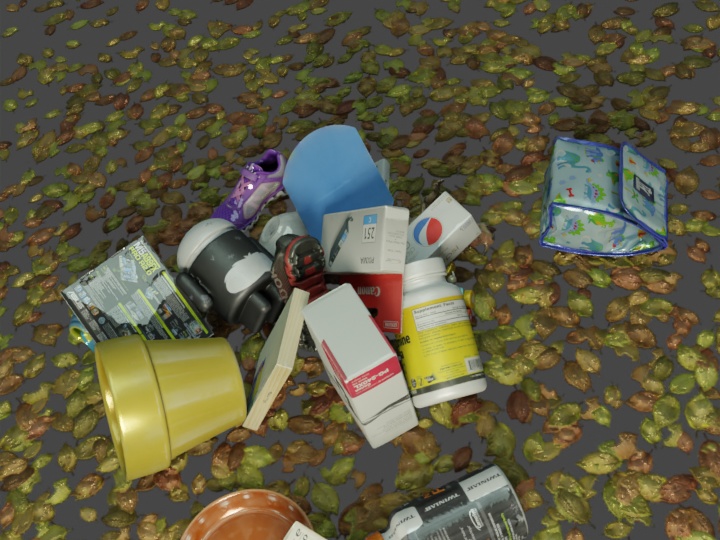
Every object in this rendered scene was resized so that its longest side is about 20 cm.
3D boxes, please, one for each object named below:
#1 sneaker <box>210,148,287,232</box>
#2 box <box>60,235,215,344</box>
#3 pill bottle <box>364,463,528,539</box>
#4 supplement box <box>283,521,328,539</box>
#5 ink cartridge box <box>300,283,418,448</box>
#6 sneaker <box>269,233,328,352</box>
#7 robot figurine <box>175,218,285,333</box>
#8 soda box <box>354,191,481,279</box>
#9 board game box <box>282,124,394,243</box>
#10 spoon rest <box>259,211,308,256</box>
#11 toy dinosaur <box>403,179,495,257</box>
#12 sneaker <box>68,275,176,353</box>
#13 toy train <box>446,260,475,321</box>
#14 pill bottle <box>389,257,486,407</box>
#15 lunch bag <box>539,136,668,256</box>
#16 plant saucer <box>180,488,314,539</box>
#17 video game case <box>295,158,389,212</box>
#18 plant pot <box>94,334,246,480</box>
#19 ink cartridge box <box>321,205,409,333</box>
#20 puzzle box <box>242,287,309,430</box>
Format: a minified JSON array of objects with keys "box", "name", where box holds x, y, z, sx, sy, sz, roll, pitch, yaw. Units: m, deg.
[{"box":[-0.198,-0.146,1.690,0.080,0.089,0.200,33,65,31],"name":"sneaker"},{"box":[-0.352,0.071,1.500,0.160,0.044,0.201,-37,85,-13],"name":"box"},{"box":[0.107,0.337,1.217,0.199,0.107,0.107,-23,50,-8],"name":"pill bottle"},{"box":[-0.013,0.404,1.152,0.199,0.126,0.074,27,60,15],"name":"supplement box"},{"box":[0.001,0.140,1.342,0.083,0.201,0.146,-29,52,-9],"name":"ink cartridge box"},{"box":[-0.093,0.029,1.466,0.070,0.202,0.098,-22,32,-28],"name":"sneaker"},{"box":[-0.209,0.008,1.527,0.200,0.150,0.125,44,95,15],"name":"robot figurine"},{"box":[0.090,-0.025,1.466,0.200,0.064,0.068,-43,58,0],"name":"soda box"},{"box":[-0.032,-0.130,1.518,0.157,0.039,0.201,-32,81,23],"name":"board game box"},{"box":[-0.102,-0.087,1.603,0.200,0.060,0.100,-45,34,22],"name":"spoon rest"},{"box":[0.113,-0.058,1.564,0.199,0.086,0.136,-26,80,9],"name":"toy dinosaur"},{"box":[-0.389,0.076,1.554,0.198,0.080,0.131,-8,47,17],"name":"sneaker"},{"box":[0.098,0.040,1.503,0.150,0.056,0.201,-38,58,4],"name":"toy train"},{"box":[0.105,0.089,1.366,0.111,0.112,0.202,-14,80,-1],"name":"pill bottle"},{"box":[0.399,-0.116,1.528,0.198,0.128,0.171,12,51,4],"name":"lunch bag"},{"box":[-0.153,0.394,1.273,0.198,0.032,0.202,-6,49,7],"name":"plant saucer"},{"box":[-0.036,-0.079,1.586,0.199,0.022,0.183,-24,44,30],"name":"video game case"},{"box":[-0.273,0.183,1.378,0.187,0.202,0.201,-12,47,-20],"name":"plant pot"},{"box":[0.000,0.000,1.397,0.044,0.200,0.178,5,86,-28],"name":"ink cartridge box"},{"box":[-0.125,0.133,1.382,0.025,0.200,0.134,18,52,-11],"name":"puzzle box"}]
